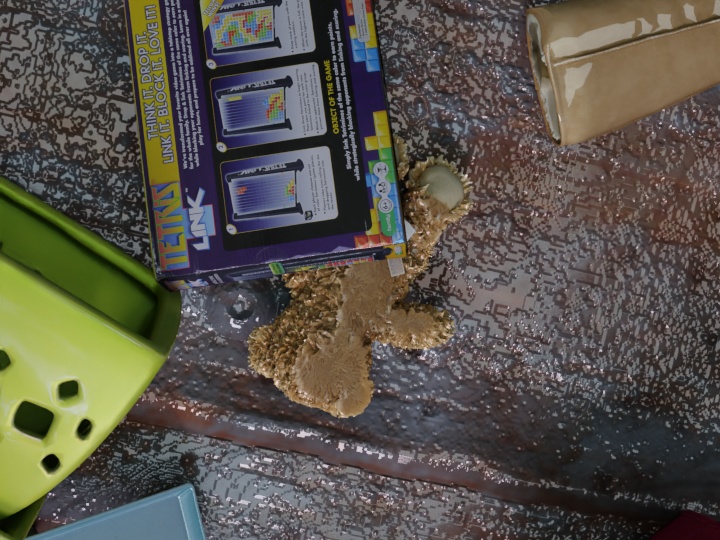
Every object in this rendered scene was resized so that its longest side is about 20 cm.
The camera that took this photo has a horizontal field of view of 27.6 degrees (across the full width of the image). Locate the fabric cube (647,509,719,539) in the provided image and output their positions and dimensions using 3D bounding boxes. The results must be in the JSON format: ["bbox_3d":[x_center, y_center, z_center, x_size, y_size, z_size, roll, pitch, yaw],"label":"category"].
[{"bbox_3d":[0.216,0.304,0.978,0.199,0.200,0.197,-37,85,-2],"label":"fabric cube"}]

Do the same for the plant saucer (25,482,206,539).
[{"bbox_3d":[-0.183,0.197,0.945,0.199,0.019,0.071,-13,89,-44],"label":"plant saucer"}]

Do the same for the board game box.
[{"bbox_3d":[-0.062,-0.098,0.959,0.163,0.057,0.202,-8,81,3],"label":"board game box"}]

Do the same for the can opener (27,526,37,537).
[{"bbox_3d":[-0.269,0.271,1.005,0.052,0.066,0.202,16,89,-7],"label":"can opener"}]

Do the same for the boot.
[{"bbox_3d":[0.210,-0.195,1.010,0.198,0.066,0.177,-15,97,-3],"label":"boot"}]

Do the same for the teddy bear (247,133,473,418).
[{"bbox_3d":[0.000,0.000,1.013,0.143,0.067,0.202,10,88,-17],"label":"teddy bear"}]

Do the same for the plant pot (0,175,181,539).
[{"bbox_3d":[-0.243,0.054,0.921,0.199,0.199,0.182,33,97,-9],"label":"plant pot"}]
